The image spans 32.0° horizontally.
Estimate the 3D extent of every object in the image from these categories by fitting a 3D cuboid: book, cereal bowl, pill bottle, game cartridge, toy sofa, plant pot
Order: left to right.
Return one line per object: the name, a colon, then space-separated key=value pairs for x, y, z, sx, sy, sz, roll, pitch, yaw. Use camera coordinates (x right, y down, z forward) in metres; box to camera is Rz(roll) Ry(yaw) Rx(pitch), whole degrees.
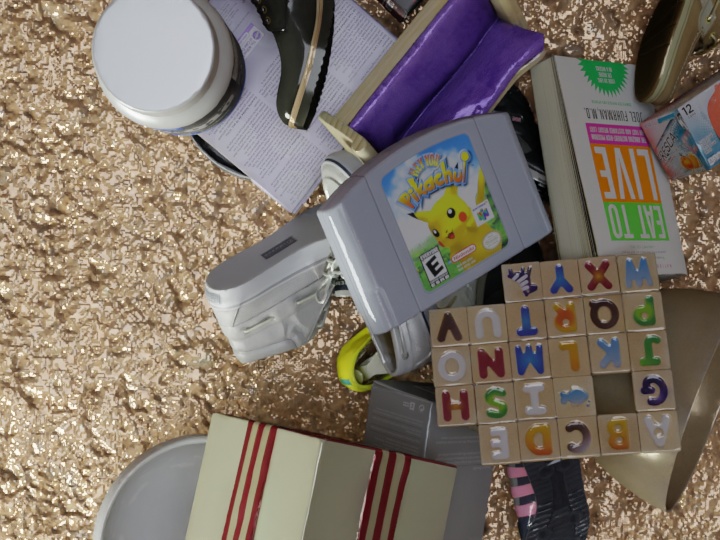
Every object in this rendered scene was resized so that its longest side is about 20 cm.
pill bottle: x=-0.157 y=-0.172 z=1.037 sx=0.112 sy=0.200 sz=0.116 roll=0 pitch=94 yaw=0
cereal bowl: x=-0.153 y=0.248 z=1.156 sx=0.197 sy=0.083 sz=0.203 roll=-1 pitch=92 yaw=-22
toy sofa: x=0.067 y=-0.169 z=1.108 sx=0.097 sy=0.083 sz=0.201 roll=38 pitch=87 yaw=34
game cartridge: x=0.065 y=-0.050 z=1.068 sx=0.199 sy=0.040 sz=0.135 roll=-30 pitch=101 yaw=-23
book: x=0.228 y=-0.089 z=1.144 sx=0.132 sy=0.048 sz=0.203 roll=-2 pitch=78 yaw=-38
plant pot: x=0.255 y=0.099 z=1.146 sx=0.133 sy=0.200 sz=0.203 roll=21 pitch=92 yaw=24

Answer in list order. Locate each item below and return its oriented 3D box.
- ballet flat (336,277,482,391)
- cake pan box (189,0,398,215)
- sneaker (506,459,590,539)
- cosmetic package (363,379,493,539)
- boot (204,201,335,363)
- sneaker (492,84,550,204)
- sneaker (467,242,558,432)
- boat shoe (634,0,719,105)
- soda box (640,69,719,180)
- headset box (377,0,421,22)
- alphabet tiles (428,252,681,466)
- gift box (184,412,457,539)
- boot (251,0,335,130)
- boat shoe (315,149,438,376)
ballet flat: x=0.065 y=0.051 z=1.177 sx=0.199 sy=0.067 sz=0.067 roll=-35 pitch=96 yaw=-1
cake pan box: x=-0.076 y=-0.179 z=1.165 sx=0.183 sy=0.052 sz=0.201 roll=37 pitch=90 yaw=-3
sneaker: x=0.172 y=0.195 z=1.187 sx=0.069 sy=0.082 sz=0.202 roll=-13 pitch=123 yaw=-9
cosmetic package: x=0.058 y=0.210 z=1.158 sx=0.106 sy=0.090 sz=0.203 roll=8 pitch=95 yaw=-45
boot: x=-0.046 y=0.007 z=1.176 sx=0.198 sy=0.074 sz=0.096 roll=-27 pitch=124 yaw=-13
sneaker: x=0.147 y=-0.127 z=1.171 sx=0.198 sy=0.076 sz=0.089 roll=24 pitch=86 yaw=-4
sneaker: x=0.160 y=0.049 z=1.130 sx=0.075 sy=0.105 sz=0.202 roll=34 pitch=57 yaw=-35
boat shoe: x=0.312 y=-0.238 z=1.160 sx=0.066 sy=0.074 sz=0.202 roll=24 pitch=79 yaw=-11
soda box: x=0.357 y=-0.162 z=1.156 sx=0.199 sy=0.068 sz=0.064 roll=-34 pitch=96 yaw=-18
headset box: x=0.032 y=-0.340 z=1.148 sx=0.200 sy=0.077 sz=0.149 roll=42 pitch=91 yaw=-6
alphabet tiles: x=0.158 y=0.073 z=1.046 sx=0.197 sy=0.008 sz=0.170 roll=-4 pitch=73 yaw=2
gift box: x=-0.044 y=0.233 z=1.065 sx=0.183 sy=0.199 sz=0.190 roll=17 pitch=80 yaw=-35
boot: x=-0.088 y=-0.231 z=1.089 sx=0.136 sy=0.077 sz=0.203 roll=9 pitch=87 yaw=-1
boat shoe: x=-0.002 y=0.001 z=1.096 sx=0.085 sy=0.074 sz=0.204 roll=-29 pitch=101 yaw=-23
